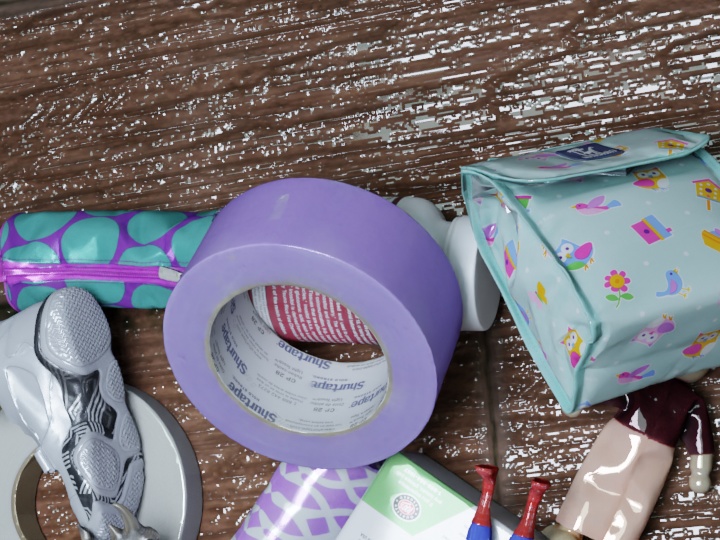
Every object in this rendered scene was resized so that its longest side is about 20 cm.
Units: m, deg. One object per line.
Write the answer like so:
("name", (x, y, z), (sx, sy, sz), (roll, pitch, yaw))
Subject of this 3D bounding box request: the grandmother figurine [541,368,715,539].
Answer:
("grandmother figurine", (0.204, 0.117, 1.338), (0.121, 0.061, 0.200), (29, 89, -8))

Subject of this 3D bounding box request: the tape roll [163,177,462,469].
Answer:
("tape roll", (-0.033, 0.039, 1.303), (0.200, 0.085, 0.200), (9, 127, 12))

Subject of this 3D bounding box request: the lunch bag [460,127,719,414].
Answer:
("lunch bag", (0.180, -0.022, 1.289), (0.170, 0.122, 0.200), (-14, 51, -18))

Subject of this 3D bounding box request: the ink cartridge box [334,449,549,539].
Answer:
("ink cartridge box", (0.039, 0.254, 1.355), (0.145, 0.084, 0.200), (33, 93, 18))

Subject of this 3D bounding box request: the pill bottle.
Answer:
("pill bottle", (0.000, 0.000, 1.388), (0.200, 0.113, 0.113), (2, 83, 18))

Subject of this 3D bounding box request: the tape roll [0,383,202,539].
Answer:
("tape roll", (-0.225, 0.186, 1.478), (0.203, 0.037, 0.203), (-3, 81, 17))

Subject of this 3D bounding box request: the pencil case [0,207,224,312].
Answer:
("pencil case", (-0.188, -0.007, 1.463), (0.200, 0.092, 0.085), (-1, 104, 20))

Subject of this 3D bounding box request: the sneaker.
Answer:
("sneaker", (-0.242, 0.119, 1.438), (0.115, 0.075, 0.200), (-13, 89, 28))

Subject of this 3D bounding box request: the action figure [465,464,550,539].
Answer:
("action figure", (0.082, 0.238, 1.277), (0.065, 0.052, 0.200), (13, 91, 11))

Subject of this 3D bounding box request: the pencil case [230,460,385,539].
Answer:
("pencil case", (-0.059, 0.203, 1.399), (0.200, 0.084, 0.085), (-55, 36, 2))

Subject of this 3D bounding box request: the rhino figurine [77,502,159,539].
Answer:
("rhino figurine", (-0.188, 0.263, 1.400), (0.087, 0.060, 0.200), (5, 116, 0))
